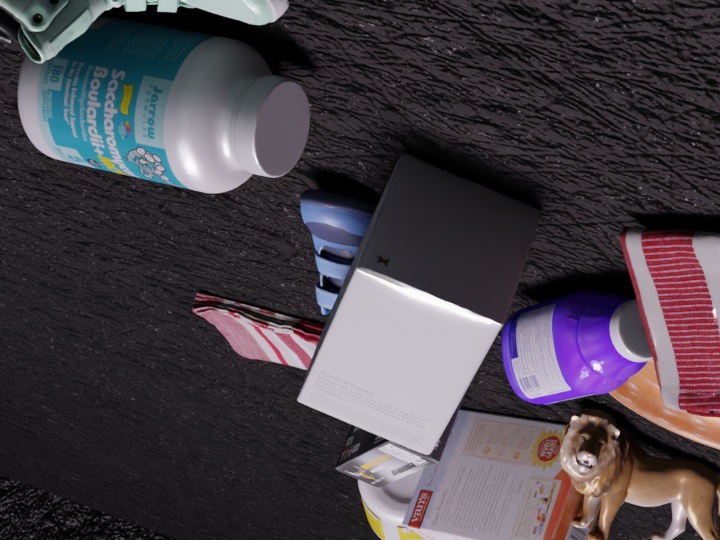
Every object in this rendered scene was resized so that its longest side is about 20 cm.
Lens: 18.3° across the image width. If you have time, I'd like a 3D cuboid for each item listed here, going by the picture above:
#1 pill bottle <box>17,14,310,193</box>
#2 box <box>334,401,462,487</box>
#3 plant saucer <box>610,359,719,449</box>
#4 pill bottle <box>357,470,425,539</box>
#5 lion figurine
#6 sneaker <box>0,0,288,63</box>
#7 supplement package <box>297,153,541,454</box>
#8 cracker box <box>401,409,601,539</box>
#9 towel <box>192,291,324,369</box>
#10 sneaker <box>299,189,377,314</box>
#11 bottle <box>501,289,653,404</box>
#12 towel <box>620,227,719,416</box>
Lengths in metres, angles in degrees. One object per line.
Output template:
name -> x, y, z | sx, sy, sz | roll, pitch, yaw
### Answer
pill bottle -> -0.137, -0.117, 1.585 | 0.200, 0.111, 0.111 | 13, 161, 31
box -> 0.048, 0.098, 1.932 | 0.048, 0.159, 0.200 | 23, 164, -9
plant saucer -> 0.292, 0.101, 1.828 | 0.200, 0.037, 0.200 | 21, 164, 6
pill bottle -> 0.058, 0.249, 2.478 | 0.112, 0.112, 0.200 | 20, 164, 10
lion figurine -> 0.272, 0.201, 2.100 | 0.200, 0.123, 0.072 | 11, -167, -19
sneaker -> -0.154, -0.169, 1.429 | 0.200, 0.118, 0.074 | 21, 162, 4
supplement package -> 0.042, 0.029, 1.691 | 0.117, 0.117, 0.200 | 23, 145, -1
cracker box -> 0.148, 0.216, 2.212 | 0.200, 0.134, 0.058 | 6, 157, 47
towel -> -0.061, 0.079, 2.263 | 0.200, 0.023, 0.144 | 14, 162, 29
sneaker -> 0.000, 0.000, 1.823 | 0.074, 0.082, 0.200 | 15, 160, 29
bottle -> 0.178, 0.057, 1.760 | 0.065, 0.084, 0.200 | -8, 174, -22
towel -> 0.268, 0.042, 1.531 | 0.200, 0.023, 0.144 | 7, 120, 49
